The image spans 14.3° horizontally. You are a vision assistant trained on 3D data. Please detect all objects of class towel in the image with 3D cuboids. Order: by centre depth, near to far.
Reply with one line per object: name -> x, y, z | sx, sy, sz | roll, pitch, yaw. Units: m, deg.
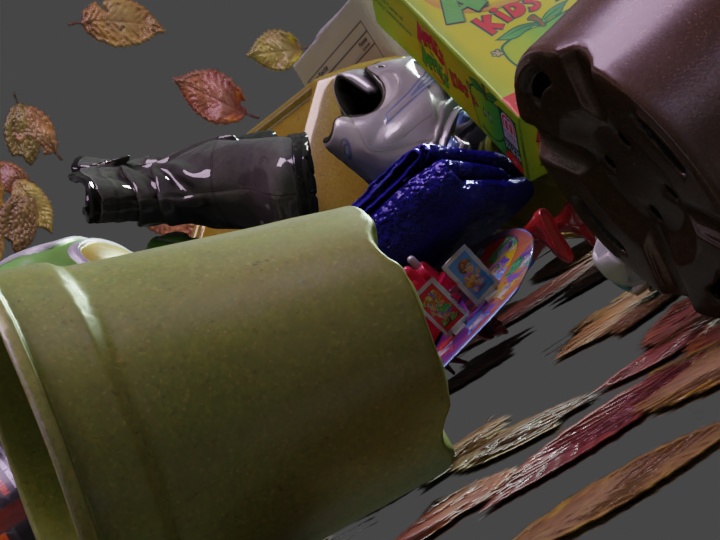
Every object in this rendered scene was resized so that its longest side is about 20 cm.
towel -> 0.000, 0.000, 1.634 | 0.200, 0.050, 0.148 | -40, -10, 17

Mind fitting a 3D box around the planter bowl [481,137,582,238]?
planter bowl -> 0.152, -0.104, 1.746 | 0.199, 0.084, 0.201 | -14, 26, 7

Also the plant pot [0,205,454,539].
plant pot -> -0.064, 0.061, 1.306 | 0.183, 0.202, 0.200 | -20, 1, -14

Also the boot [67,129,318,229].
boot -> -0.099, -0.042, 1.672 | 0.130, 0.068, 0.200 | -7, 7, -13

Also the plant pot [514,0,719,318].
plant pot -> 0.187, -0.097, 1.285 | 0.198, 0.201, 0.200 | -40, 6, -15

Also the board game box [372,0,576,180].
board game box -> 0.092, -0.139, 1.687 | 0.101, 0.048, 0.200 | -25, 40, -13

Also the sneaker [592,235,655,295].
sneaker -> 0.159, -0.031, 1.497 | 0.087, 0.075, 0.200 | -59, -15, 15

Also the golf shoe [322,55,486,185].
golf shoe -> 0.035, -0.111, 1.749 | 0.200, 0.097, 0.079 | -68, 3, -59

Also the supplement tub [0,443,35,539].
supplement tub -> -0.167, 0.135, 1.589 | 0.199, 0.107, 0.107 | -32, 4, -12

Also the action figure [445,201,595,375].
action figure -> 0.053, 0.030, 1.651 | 0.200, 0.052, 0.065 | -35, -4, 34

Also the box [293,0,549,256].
box -> 0.066, -0.098, 1.902 | 0.109, 0.201, 0.128 | -29, -6, -28

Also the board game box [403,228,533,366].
board game box -> 0.008, 0.038, 1.552 | 0.200, 0.039, 0.158 | -46, 12, -3

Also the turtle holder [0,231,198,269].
turtle holder -> -0.172, 0.034, 1.745 | 0.132, 0.141, 0.186 | -38, -27, -47

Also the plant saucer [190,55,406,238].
plant saucer -> -0.058, -0.029, 1.832 | 0.200, 0.048, 0.201 | -35, 34, 52
